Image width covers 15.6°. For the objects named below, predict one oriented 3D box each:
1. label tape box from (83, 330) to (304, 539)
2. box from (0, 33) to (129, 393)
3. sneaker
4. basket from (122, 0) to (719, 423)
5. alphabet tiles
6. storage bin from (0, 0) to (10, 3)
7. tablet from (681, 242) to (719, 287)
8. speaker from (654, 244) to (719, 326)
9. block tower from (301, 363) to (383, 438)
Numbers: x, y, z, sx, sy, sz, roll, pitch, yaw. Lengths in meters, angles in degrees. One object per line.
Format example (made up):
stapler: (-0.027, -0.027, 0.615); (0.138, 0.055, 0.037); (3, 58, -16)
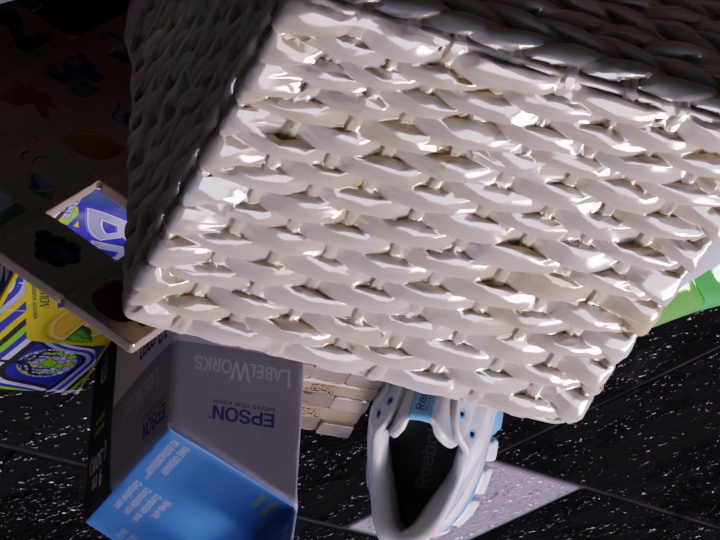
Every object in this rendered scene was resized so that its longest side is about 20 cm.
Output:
label tape box: (-0.076, 0.063, 1.167); (0.066, 0.201, 0.143); (12, 155, -17)
box: (-0.129, -0.020, 1.158); (0.064, 0.070, 0.200); (3, 150, -23)
sneaker: (0.042, 0.039, 1.205); (0.074, 0.201, 0.087); (10, -167, 8)
basket: (0.027, -0.074, 0.942); (0.199, 0.162, 0.198); (16, 139, -16)
alphabet tiles: (-0.096, -0.054, 1.034); (0.200, 0.167, 0.008); (-36, 154, -50)
storage bin: (-0.162, -0.153, 0.789); (0.134, 0.201, 0.146); (-13, 158, -26)
tablet: (0.150, -0.063, 1.192); (0.199, 0.014, 0.131); (-31, 112, -6)
speaker: (0.096, 0.002, 1.276); (0.199, 0.089, 0.088); (-22, 155, 13)
block tower: (0.000, 0.000, 1.160); (0.054, 0.058, 0.200); (10, 142, -17)
